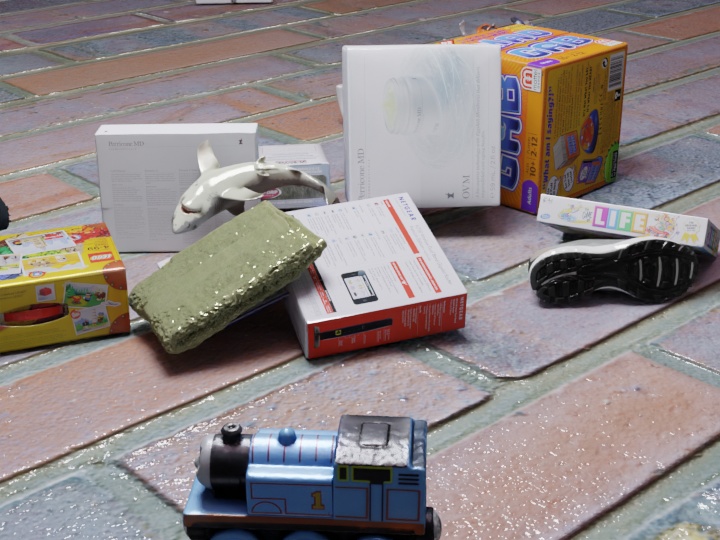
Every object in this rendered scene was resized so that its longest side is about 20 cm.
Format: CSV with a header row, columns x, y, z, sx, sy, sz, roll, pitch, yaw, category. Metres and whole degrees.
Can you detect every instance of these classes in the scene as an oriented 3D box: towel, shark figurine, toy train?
x,y,z,sx,sy,sz,roll,pitch,yaw,category
-0.141,0.004,1.221,0.199,0.037,0.148,-35,33,-13,towel
-0.123,-0.089,1.396,0.211,0.090,0.130,-6,52,-8,shark figurine
-0.037,0.167,0.866,0.196,0.116,0.087,2,23,4,toy train

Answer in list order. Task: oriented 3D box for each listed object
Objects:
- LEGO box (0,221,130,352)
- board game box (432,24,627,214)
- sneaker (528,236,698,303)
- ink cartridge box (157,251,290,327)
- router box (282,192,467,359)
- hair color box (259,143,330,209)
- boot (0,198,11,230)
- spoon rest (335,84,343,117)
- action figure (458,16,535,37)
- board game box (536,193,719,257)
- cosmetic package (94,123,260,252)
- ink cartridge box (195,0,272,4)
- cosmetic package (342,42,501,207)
x,y,z,sx,sy,sz,roll,pitch,yaw,category
-0.361,0.019,1.259,0.197,0.078,0.149,-9,24,-19,LEGO box
0.236,-0.223,1.648,0.198,0.203,0.198,21,31,40,board game box
0.286,-0.008,1.322,0.196,0.075,0.079,-1,17,-1,sneaker
-0.151,0.019,1.282,0.094,0.038,0.200,-26,29,-16,ink cartridge box
0.000,0.000,1.268,0.176,0.049,0.201,-9,38,-14,router box
-0.095,-0.130,1.580,0.097,0.062,0.200,-3,13,-4,hair color box
-0.561,-0.068,1.459,0.198,0.078,0.168,19,33,24,boot
0.013,-0.233,1.877,0.098,0.061,0.201,-10,39,-19,spoon rest
0.318,-0.450,2.351,0.192,0.106,0.199,30,12,38,action figure
0.326,-0.054,1.404,0.197,0.035,0.134,11,1,24,board game box
-0.223,-0.103,1.446,0.196,0.153,0.052,0,23,-2,cosmetic package
-0.328,-0.744,3.003,0.196,0.087,0.147,-4,24,-4,ink cartridge box
0.076,-0.189,1.498,0.196,0.203,0.123,-2,12,-2,cosmetic package
